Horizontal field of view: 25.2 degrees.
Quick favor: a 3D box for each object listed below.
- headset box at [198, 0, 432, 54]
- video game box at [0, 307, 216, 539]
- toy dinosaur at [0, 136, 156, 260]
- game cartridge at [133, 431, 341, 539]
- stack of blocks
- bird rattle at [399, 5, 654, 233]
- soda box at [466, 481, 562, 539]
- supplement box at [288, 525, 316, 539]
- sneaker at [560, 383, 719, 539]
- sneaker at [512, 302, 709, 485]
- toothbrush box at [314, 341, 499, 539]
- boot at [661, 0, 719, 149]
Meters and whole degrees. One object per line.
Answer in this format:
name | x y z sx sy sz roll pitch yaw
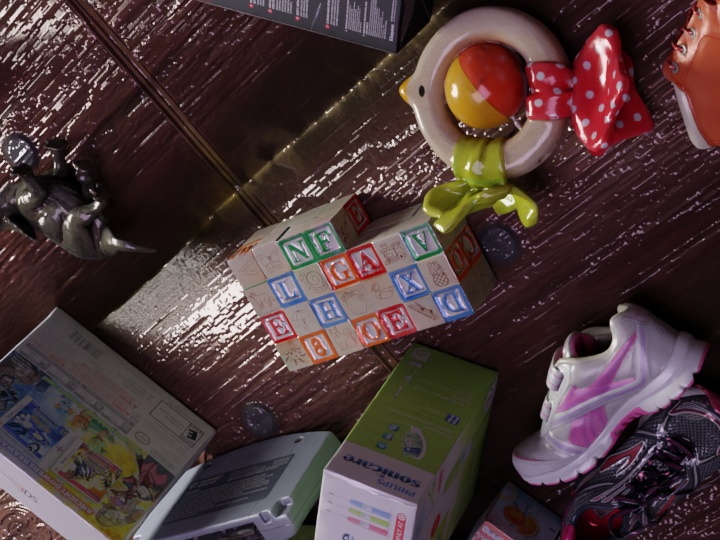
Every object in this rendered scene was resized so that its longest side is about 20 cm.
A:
headset box | -0.042 -0.265 1.210 0.198 0.075 0.150 17 124 18
video game box | -0.260 0.151 1.497 0.199 0.182 0.047 37 128 3
toy dinosaur | -0.263 -0.052 1.462 0.198 0.077 0.103 17 136 11
game cartridge | -0.111 0.209 1.484 0.199 0.133 0.042 -19 108 35
stack of blocks | 0.000 0.000 1.353 0.199 0.059 0.116 -19 108 34
bird rattle | 0.110 -0.123 1.205 0.163 0.112 0.200 52 126 13
soda box | 0.186 0.278 1.417 0.199 0.064 0.069 36 128 5
supplement box | -0.094 0.346 1.486 0.199 0.200 0.135 -9 115 49
sneaker | 0.239 0.171 1.321 0.080 0.075 0.200 38 127 2
sneaker | 0.186 0.095 1.306 0.088 0.081 0.200 44 120 -1
toothbrush box | 0.036 0.179 1.350 0.085 0.200 0.147 19 124 16
boot | 0.249 -0.173 1.120 0.106 0.075 0.202 -6 116 35
